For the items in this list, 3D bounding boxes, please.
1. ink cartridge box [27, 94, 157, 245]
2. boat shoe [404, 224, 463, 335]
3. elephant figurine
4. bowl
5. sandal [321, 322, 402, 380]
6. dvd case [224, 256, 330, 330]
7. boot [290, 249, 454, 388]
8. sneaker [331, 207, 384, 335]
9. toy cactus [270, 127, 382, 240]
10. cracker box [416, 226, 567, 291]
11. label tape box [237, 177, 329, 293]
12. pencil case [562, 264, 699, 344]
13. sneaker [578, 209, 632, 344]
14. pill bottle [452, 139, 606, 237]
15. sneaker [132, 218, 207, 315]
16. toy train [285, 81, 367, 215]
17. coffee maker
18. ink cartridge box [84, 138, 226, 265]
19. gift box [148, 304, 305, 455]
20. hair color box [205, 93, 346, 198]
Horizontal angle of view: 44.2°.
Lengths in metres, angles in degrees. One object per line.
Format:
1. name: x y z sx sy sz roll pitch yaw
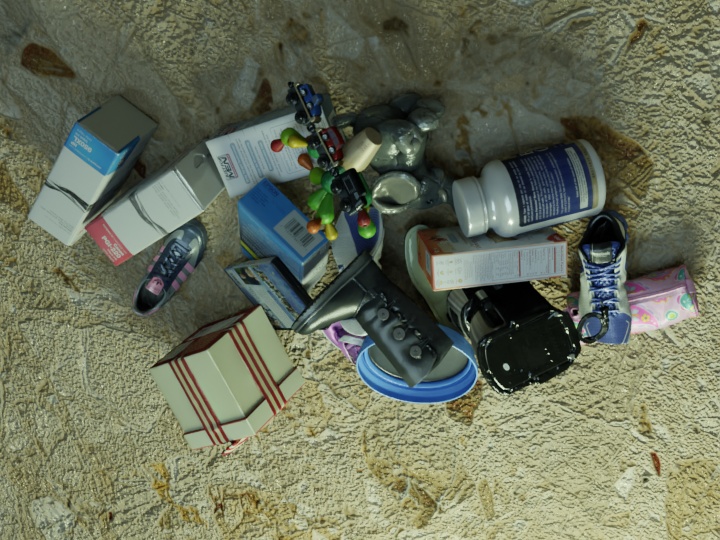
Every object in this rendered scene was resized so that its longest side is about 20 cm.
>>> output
1. ink cartridge box: -0.423 -0.158 1.402 0.084 0.145 0.200 36 119 -6
2. boat shoe: 0.116 0.013 1.415 0.071 0.061 0.203 -26 112 -2
3. elephant figurine: 0.070 -0.145 1.308 0.155 0.141 0.202 31 143 43
4. bowl: 0.093 0.149 1.444 0.198 0.040 0.202 6 142 4
5. sandal: 0.007 0.138 1.516 0.202 0.050 0.082 43 118 -12
6. dvd case: -0.138 0.041 1.448 0.143 0.018 0.199 51 155 -17
7. boot: 0.018 0.097 1.325 0.165 0.066 0.200 -43 95 0
8. sneaker: 0.000 0.001 1.422 0.079 0.115 0.202 1 88 6
9. toy cactus: -0.036 -0.141 1.256 0.165 0.102 0.201 -42 79 39
10. cracker box: 0.190 -0.027 1.305 0.197 0.134 0.058 -6 108 -5
11. label tape box: -0.123 -0.038 1.406 0.143 0.066 0.200 43 162 11
12. pencil case: 0.411 0.054 1.358 0.198 0.088 0.088 -15 114 19
13. sneaker: 0.347 0.005 1.281 0.080 0.115 0.202 -1 84 22
14. pill bottle: 0.236 -0.111 1.260 0.197 0.111 0.112 -14 116 -5
15. sneaker: -0.323 0.001 1.501 0.070 0.082 0.201 32 120 -5
16. toy train: -0.044 -0.171 1.202 0.045 0.034 0.202 -28 87 18
17. coffee maker: 0.240 0.073 1.321 0.189 0.200 0.136 -4 114 -7
18. ink cartridge box: -0.314 -0.110 1.402 0.199 0.146 0.085 -30 107 26
19. gift box: -0.227 0.192 1.519 0.199 0.184 0.188 -19 104 42
20. hair color box: -0.126 -0.190 1.366 0.198 0.061 0.100 -14 114 19
